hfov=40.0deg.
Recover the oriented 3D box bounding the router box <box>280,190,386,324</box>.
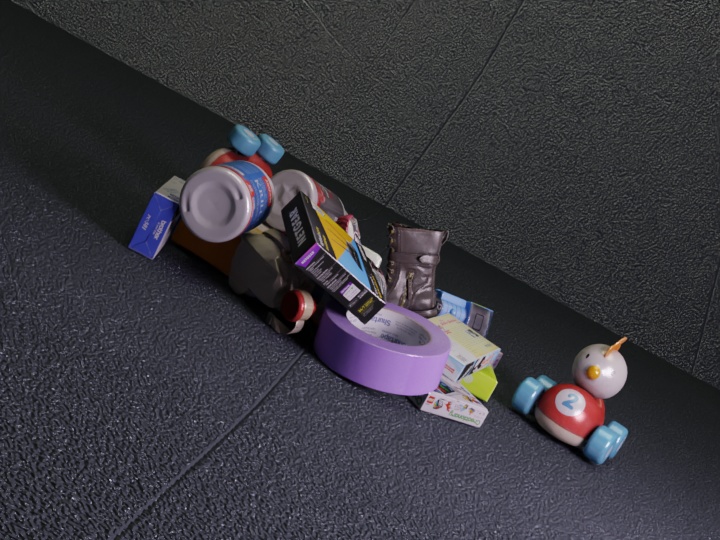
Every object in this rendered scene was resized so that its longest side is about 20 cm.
[{"bbox_3d":[-0.044,-0.022,1.483,0.149,0.051,0.200,41,12,-25],"label":"router box"}]

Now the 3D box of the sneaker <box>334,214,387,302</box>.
[{"bbox_3d":[0.000,0.000,1.686,0.074,0.202,0.081,-20,18,-19],"label":"sneaker"}]

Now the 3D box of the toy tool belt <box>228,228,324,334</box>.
[{"bbox_3d":[-0.104,0.017,1.518,0.122,0.126,0.200,6,24,-44],"label":"toy tool belt"}]

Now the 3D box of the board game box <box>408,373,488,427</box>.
[{"bbox_3d":[0.101,0.170,1.563,0.125,0.035,0.200,21,13,-33],"label":"board game box"}]

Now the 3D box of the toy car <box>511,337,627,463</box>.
[{"bbox_3d":[0.402,0.199,1.733,0.184,0.201,0.176,33,11,24],"label":"toy car"}]

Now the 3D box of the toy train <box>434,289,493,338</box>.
[{"bbox_3d":[0.164,0.082,1.963,0.199,0.088,0.114,23,-10,-33],"label":"toy train"}]

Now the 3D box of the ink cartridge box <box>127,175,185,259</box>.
[{"bbox_3d":[-0.306,-0.086,1.543,0.044,0.095,0.200,27,11,-8],"label":"ink cartridge box"}]

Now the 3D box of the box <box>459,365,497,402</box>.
[{"bbox_3d":[0.141,0.151,1.740,0.199,0.048,0.122,29,10,-3],"label":"box"}]

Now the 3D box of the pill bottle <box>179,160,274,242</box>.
[{"bbox_3d":[-0.195,-0.111,1.518,0.112,0.113,0.200,29,14,3],"label":"pill bottle"}]

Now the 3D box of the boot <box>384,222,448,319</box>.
[{"bbox_3d":[0.056,0.001,1.753,0.198,0.176,0.069,-1,10,-4],"label":"boot"}]

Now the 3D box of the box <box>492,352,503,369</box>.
[{"bbox_3d":[0.213,0.162,1.902,0.041,0.039,0.199,35,12,28],"label":"box"}]

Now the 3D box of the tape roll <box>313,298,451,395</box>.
[{"bbox_3d":[0.033,0.109,1.476,0.198,0.066,0.200,16,17,-5],"label":"tape roll"}]

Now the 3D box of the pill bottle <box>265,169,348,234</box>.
[{"bbox_3d":[-0.093,-0.105,1.811,0.110,0.111,0.200,33,2,25],"label":"pill bottle"}]

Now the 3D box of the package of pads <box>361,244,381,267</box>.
[{"bbox_3d":[-0.062,-0.047,2.024,0.199,0.069,0.154,28,-3,-7],"label":"package of pads"}]

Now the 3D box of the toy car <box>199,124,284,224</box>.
[{"bbox_3d":[-0.201,-0.139,1.898,0.200,0.185,0.177,46,15,21],"label":"toy car"}]

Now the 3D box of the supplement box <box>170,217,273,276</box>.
[{"bbox_3d":[-0.219,-0.054,1.679,0.125,0.074,0.200,31,10,11],"label":"supplement box"}]

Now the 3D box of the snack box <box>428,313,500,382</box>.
[{"bbox_3d":[0.154,0.126,1.664,0.116,0.037,0.200,35,17,19],"label":"snack box"}]

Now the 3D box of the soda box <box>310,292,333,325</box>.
[{"bbox_3d":[-0.063,0.040,1.652,0.063,0.069,0.200,21,11,-34],"label":"soda box"}]
